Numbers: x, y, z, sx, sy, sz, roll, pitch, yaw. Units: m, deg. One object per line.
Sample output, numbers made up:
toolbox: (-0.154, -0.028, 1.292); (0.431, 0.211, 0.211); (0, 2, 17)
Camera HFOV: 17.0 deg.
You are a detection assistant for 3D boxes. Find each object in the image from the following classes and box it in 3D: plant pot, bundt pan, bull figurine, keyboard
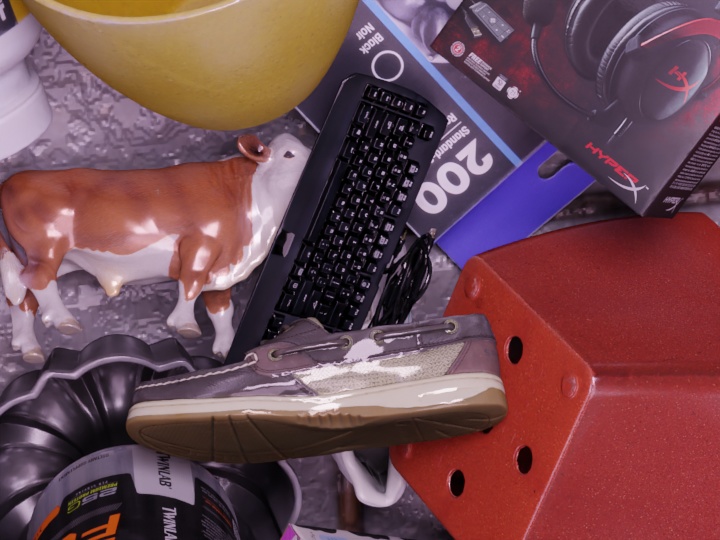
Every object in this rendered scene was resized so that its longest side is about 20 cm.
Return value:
plant pot: (0.135, 0.087, 1.327); (0.176, 0.200, 0.201); (8, 115, -34)
plant pot: (-0.078, -0.155, 1.234); (0.199, 0.201, 0.142); (-17, 141, 0)
bundt pan: (-0.137, 0.123, 1.400); (0.201, 0.076, 0.203); (-3, 115, -7)
bull figurine: (-0.109, -0.014, 1.319); (0.199, 0.122, 0.065); (-2, 154, 12)
keyboard: (0.000, 0.000, 1.297); (0.104, 0.040, 0.201); (15, 103, -38)

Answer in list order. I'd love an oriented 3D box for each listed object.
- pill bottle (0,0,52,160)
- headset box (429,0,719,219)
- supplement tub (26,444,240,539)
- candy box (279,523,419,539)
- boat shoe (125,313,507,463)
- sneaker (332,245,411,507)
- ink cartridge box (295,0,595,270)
pill bottle: (-0.229, -0.155, 1.239); (0.112, 0.112, 0.201); (-18, 116, 1)
headset box: (0.157, -0.150, 1.238); (0.149, 0.075, 0.200); (40, 103, 15)
supplement tub: (-0.118, 0.189, 1.281); (0.122, 0.200, 0.123); (-3, 115, -7)
candy box: (0.013, 0.229, 1.438); (0.199, 0.061, 0.137); (13, 115, -43)
boat shoe: (-0.023, 0.058, 1.266); (0.200, 0.066, 0.072); (-5, 156, 5)
sneaker: (0.003, 0.043, 1.381); (0.070, 0.080, 0.201); (-12, 111, -1)
ink cartridge box: (0.078, -0.112, 1.341); (0.198, 0.043, 0.200); (-41, 114, 10)
